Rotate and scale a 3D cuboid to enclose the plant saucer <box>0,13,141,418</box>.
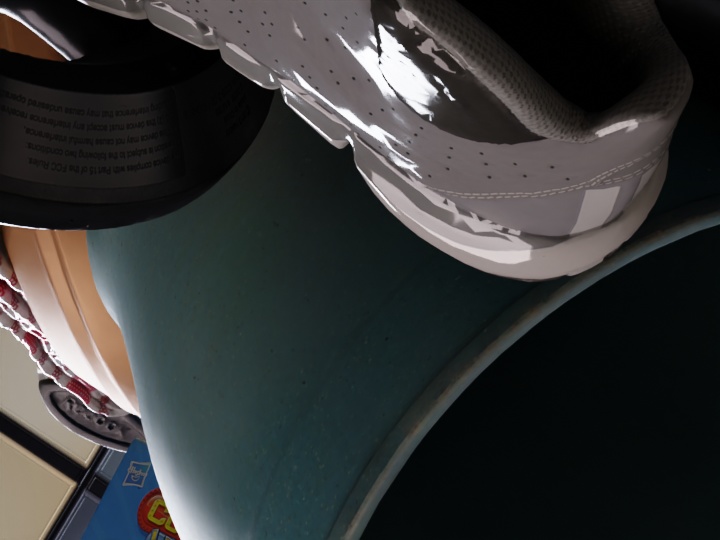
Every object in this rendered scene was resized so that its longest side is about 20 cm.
[{"bbox_3d":[-0.083,-0.046,0.863,0.037,0.201,0.200,-12,170,9],"label":"plant saucer"}]

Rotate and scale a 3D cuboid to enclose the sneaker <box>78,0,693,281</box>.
[{"bbox_3d":[-0.016,-0.082,0.535,0.200,0.075,0.116,33,164,2],"label":"sneaker"}]

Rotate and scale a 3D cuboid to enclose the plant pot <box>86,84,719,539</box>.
[{"bbox_3d":[0.026,0.021,0.723,0.200,0.200,0.188,32,-170,-45],"label":"plant pot"}]

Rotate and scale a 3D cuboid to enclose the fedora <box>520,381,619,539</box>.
[{"bbox_3d":[0.081,0.095,0.885,0.201,0.092,0.201,43,-155,-25],"label":"fedora"}]

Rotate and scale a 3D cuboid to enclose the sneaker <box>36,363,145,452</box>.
[{"bbox_3d":[-0.040,0.052,1.157,0.200,0.076,0.092,35,-148,-22],"label":"sneaker"}]

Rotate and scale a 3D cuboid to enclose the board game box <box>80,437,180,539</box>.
[{"bbox_3d":[0.025,0.148,1.045,0.196,0.056,0.200,21,172,42],"label":"board game box"}]

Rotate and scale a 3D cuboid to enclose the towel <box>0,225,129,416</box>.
[{"bbox_3d":[-0.114,-0.047,0.880,0.030,0.147,0.200,-11,159,9],"label":"towel"}]

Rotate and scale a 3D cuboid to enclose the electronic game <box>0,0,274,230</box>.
[{"bbox_3d":[-0.103,-0.090,0.622,0.200,0.042,0.200,28,-145,-22],"label":"electronic game"}]
